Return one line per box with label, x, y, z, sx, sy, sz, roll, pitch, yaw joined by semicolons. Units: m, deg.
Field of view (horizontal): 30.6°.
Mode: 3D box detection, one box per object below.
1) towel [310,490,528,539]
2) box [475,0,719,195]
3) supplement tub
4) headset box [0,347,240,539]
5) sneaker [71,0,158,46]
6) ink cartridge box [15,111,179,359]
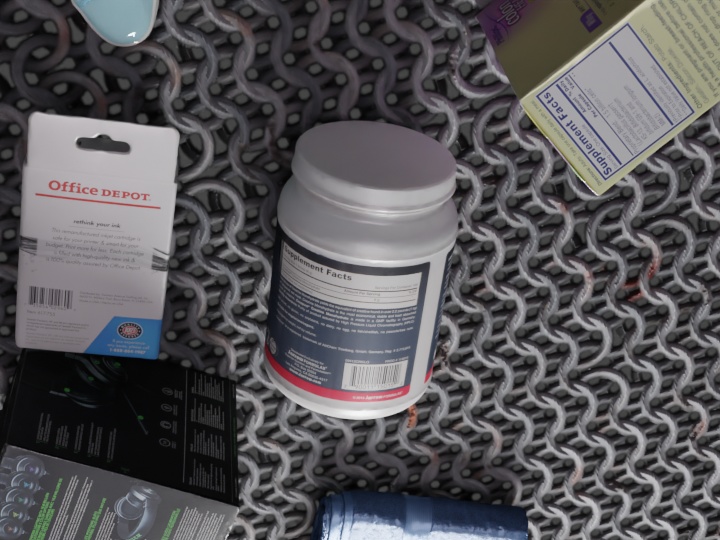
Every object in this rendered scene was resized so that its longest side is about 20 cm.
towel;0.053;0.257;1.230;0.198;0.049;0.113;7;118;-10
box;0.198;-0.181;0.926;0.199;0.176;0.097;-38;116;14
supplement tub;0.000;0.000;1.025;0.139;0.141;0.202;3;119;-9
headset box;-0.205;0.145;1.063;0.198;0.175;0.093;18;116;-17
sneaker;-0.186;-0.240;0.901;0.073;0.082;0.202;-12;120;1
ink cartridge box;-0.203;-0.037;1.022;0.115;0.068;0.202;6;119;-10
